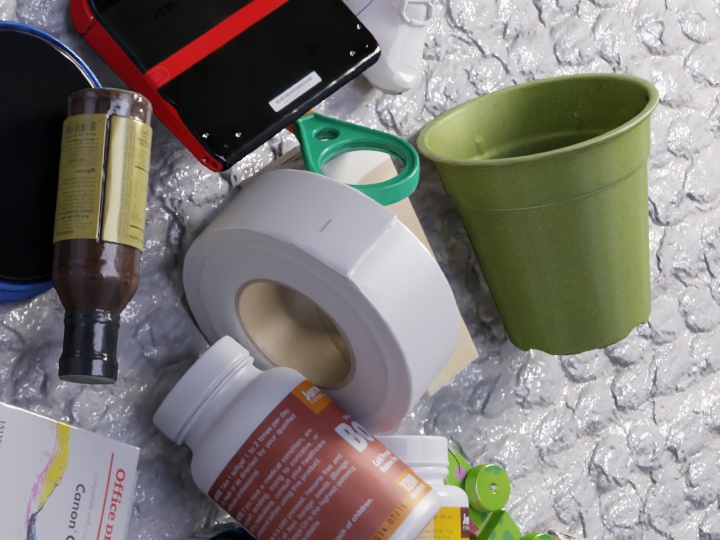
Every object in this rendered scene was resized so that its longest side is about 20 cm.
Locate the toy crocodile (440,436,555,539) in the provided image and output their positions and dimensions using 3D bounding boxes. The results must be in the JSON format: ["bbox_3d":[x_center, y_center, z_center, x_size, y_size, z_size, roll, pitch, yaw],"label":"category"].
[{"bbox_3d":[0.100,0.211,1.817,0.200,0.067,0.062,53,54,-23],"label":"toy crocodile"}]

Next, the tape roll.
[{"bbox_3d":[-0.029,0.025,1.641,0.071,0.202,0.203,-49,115,-34],"label":"tape roll"}]

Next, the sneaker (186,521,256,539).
[{"bbox_3d":[-0.117,0.259,1.630,0.200,0.075,0.087,-42,143,-44],"label":"sneaker"}]

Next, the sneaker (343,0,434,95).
[{"bbox_3d":[0.034,-0.241,1.813,0.074,0.087,0.201,8,80,-42],"label":"sneaker"}]

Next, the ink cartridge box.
[{"bbox_3d":[-0.224,0.161,1.537,0.200,0.067,0.117,22,70,-37],"label":"ink cartridge box"}]

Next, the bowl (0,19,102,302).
[{"bbox_3d":[-0.250,-0.079,1.570,0.200,0.039,0.201,8,78,-41],"label":"bowl"}]

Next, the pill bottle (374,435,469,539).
[{"bbox_3d":[0.030,0.228,1.724,0.109,0.109,0.201,5,80,-41],"label":"pill bottle"}]

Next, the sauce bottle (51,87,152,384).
[{"bbox_3d":[-0.181,-0.023,1.554,0.065,0.065,0.201,15,75,-39],"label":"sauce bottle"}]

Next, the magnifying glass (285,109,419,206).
[{"bbox_3d":[-0.030,-0.099,1.674,0.079,0.200,0.022,-22,131,-27],"label":"magnifying glass"}]

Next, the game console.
[{"bbox_3d":[-0.101,-0.181,1.681,0.177,0.031,0.200,49,53,2],"label":"game console"}]

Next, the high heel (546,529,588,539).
[{"bbox_3d":[0.195,0.316,1.879,0.200,0.071,0.143,48,49,-36],"label":"high heel"}]

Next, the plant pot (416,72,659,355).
[{"bbox_3d":[0.161,-0.039,1.850,0.200,0.200,0.191,-31,117,-40],"label":"plant pot"}]

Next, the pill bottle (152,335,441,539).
[{"bbox_3d":[-0.048,0.143,1.626,0.200,0.112,0.112,41,54,5],"label":"pill bottle"}]

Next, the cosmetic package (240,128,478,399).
[{"bbox_3d":[0.000,0.000,1.737,0.071,0.105,0.201,-36,109,-39],"label":"cosmetic package"}]
